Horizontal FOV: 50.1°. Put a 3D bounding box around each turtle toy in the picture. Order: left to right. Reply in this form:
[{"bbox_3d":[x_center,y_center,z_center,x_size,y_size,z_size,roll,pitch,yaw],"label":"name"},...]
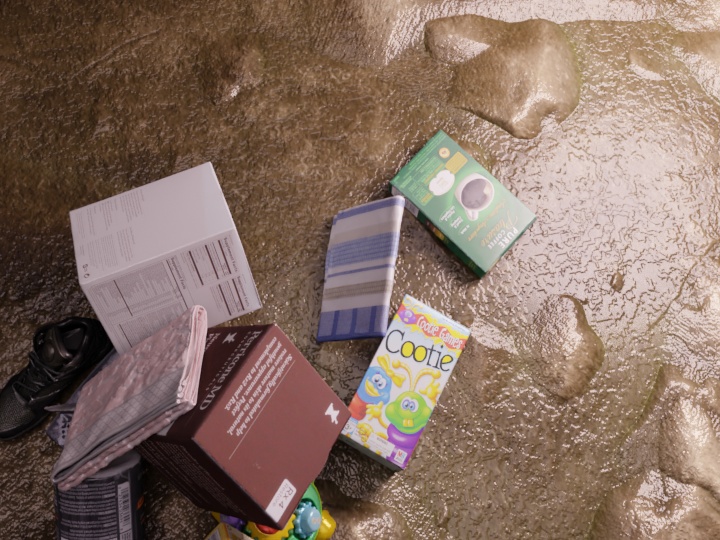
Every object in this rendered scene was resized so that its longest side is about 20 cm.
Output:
[{"bbox_3d":[-0.129,0.331,0.978,0.146,0.101,0.200,43,76,9],"label":"turtle toy"}]

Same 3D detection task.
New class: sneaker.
[{"bbox_3d":[-0.423,0.135,1.016,0.199,0.114,0.076,-43,78,-12],"label":"sneaker"}]

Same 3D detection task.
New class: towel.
[{"bbox_3d":[-0.270,0.144,0.914,0.198,0.192,0.032,-33,116,11],"label":"towel"},{"bbox_3d":[0.000,0.000,1.076,0.024,0.145,0.204,22,68,-38],"label":"towel"}]

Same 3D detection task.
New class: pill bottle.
[{"bbox_3d":[-0.318,0.328,0.947,0.104,0.106,0.204,0,98,-3],"label":"pill bottle"}]

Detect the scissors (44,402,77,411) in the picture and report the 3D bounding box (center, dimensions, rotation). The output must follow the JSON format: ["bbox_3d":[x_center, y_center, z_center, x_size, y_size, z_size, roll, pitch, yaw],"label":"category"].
[{"bbox_3d":[-0.312,0.171,1.019,0.196,0.014,0.075,12,75,1],"label":"scissors"}]

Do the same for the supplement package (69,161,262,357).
[{"bbox_3d":[-0.256,-0.013,1.022,0.197,0.152,0.153,-21,46,-9],"label":"supplement package"}]

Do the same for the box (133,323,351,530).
[{"bbox_3d":[-0.154,0.181,0.928,0.165,0.198,0.167,52,54,-25],"label":"box"}]

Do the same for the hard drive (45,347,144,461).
[{"bbox_3d":[-0.309,0.180,1.044,0.134,0.042,0.201,38,75,7],"label":"hard drive"}]

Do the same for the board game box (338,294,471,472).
[{"bbox_3d":[0.055,0.154,1.039,0.102,0.105,0.202,27,75,4],"label":"board game box"}]

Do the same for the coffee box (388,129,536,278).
[{"bbox_3d":[0.150,-0.100,1.151,0.200,0.044,0.123,42,76,9],"label":"coffee box"}]

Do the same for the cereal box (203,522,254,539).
[{"bbox_3d":[-0.140,0.400,0.913,0.144,0.040,0.200,-46,122,1],"label":"cereal box"}]
